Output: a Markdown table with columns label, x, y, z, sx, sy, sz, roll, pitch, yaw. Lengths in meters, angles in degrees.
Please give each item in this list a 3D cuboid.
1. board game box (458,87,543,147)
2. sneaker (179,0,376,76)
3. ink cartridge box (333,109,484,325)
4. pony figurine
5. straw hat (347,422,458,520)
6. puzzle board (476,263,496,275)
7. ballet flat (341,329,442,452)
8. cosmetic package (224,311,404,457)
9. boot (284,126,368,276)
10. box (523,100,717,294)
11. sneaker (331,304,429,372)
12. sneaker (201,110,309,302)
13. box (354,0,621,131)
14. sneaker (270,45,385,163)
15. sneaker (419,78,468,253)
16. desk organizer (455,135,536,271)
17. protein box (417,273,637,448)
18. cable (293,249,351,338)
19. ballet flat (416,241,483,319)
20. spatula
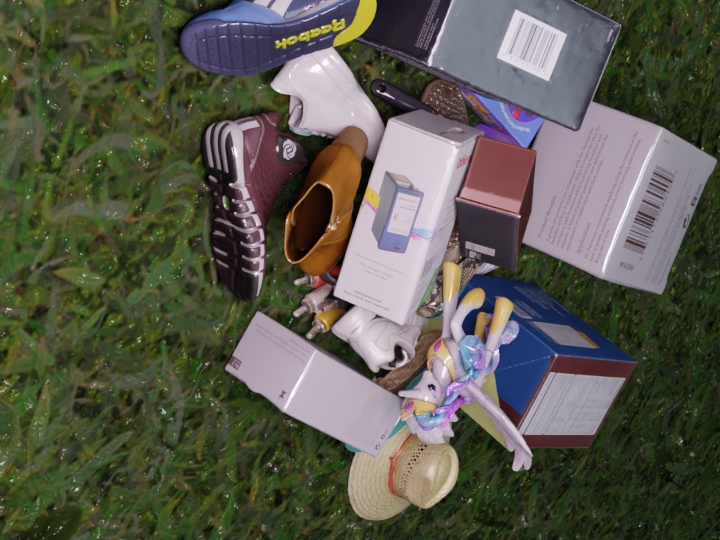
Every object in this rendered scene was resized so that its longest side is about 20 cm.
| label | x | y | z | sx | sy | sz | roll | pitch | yaw |
| --- | --- | --- | --- | --- | --- | --- | --- | --- | --- |
| board game box | 0.174 | -0.252 | 1.541 | 0.136 | 0.045 | 0.200 | -58 | 139 | -4 |
| sneaker | -0.087 | -0.251 | 1.259 | 0.197 | 0.083 | 0.074 | -18 | 152 | -18 |
| ink cartridge box | 0.055 | -0.063 | 1.390 | 0.145 | 0.086 | 0.203 | -36 | 147 | -70 |
| pony figurine | 0.115 | 0.123 | 1.473 | 0.194 | 0.165 | 0.202 | 52 | 52 | -42 |
| straw hat | 0.082 | 0.260 | 1.704 | 0.199 | 0.085 | 0.204 | -25 | 128 | -36 |
| puzzle board | 0.131 | -0.048 | 1.634 | 0.198 | 0.017 | 0.153 | -24 | 127 | -36 |
| ballet flat | 0.049 | 0.147 | 1.610 | 0.199 | 0.066 | 0.070 | -41 | 125 | 18 |
| cosmetic package | -0.048 | 0.133 | 1.478 | 0.082 | 0.112 | 0.200 | -58 | 142 | -4 |
| boot | -0.051 | -0.043 | 1.339 | 0.145 | 0.070 | 0.203 | -60 | 173 | -52 |
| box | 0.322 | -0.098 | 1.674 | 0.199 | 0.170 | 0.202 | 13 | 100 | -54 |
| sneaker | 0.037 | 0.078 | 1.526 | 0.075 | 0.081 | 0.199 | -43 | 165 | 21 |
| sneaker | -0.096 | -0.072 | 1.343 | 0.115 | 0.075 | 0.203 | -28 | 129 | -36 |
| box | 0.122 | -0.249 | 1.335 | 0.198 | 0.198 | 0.125 | 18 | 98 | -30 |
| sneaker | -0.032 | -0.166 | 1.370 | 0.088 | 0.076 | 0.200 | -37 | 141 | 3 |
| sneaker | 0.077 | -0.120 | 1.508 | 0.069 | 0.075 | 0.204 | 4 | 88 | -25 |
| desk organizer | 0.153 | -0.071 | 1.444 | 0.200 | 0.071 | 0.078 | 71 | 36 | -73 |
| protein box | 0.206 | 0.115 | 1.651 | 0.198 | 0.198 | 0.136 | 9 | 114 | -49 |
| cable | 0.000 | 0.000 | 1.515 | 0.199 | 0.050 | 0.099 | -29 | 118 | -40 |
| ballet flat | 0.122 | -0.021 | 1.570 | 0.200 | 0.067 | 0.076 | -43 | 116 | -39 |
| spatula | 0.096 | -0.164 | 1.462 | 0.198 | 0.020 | 0.057 | 28 | 79 | -22 |
